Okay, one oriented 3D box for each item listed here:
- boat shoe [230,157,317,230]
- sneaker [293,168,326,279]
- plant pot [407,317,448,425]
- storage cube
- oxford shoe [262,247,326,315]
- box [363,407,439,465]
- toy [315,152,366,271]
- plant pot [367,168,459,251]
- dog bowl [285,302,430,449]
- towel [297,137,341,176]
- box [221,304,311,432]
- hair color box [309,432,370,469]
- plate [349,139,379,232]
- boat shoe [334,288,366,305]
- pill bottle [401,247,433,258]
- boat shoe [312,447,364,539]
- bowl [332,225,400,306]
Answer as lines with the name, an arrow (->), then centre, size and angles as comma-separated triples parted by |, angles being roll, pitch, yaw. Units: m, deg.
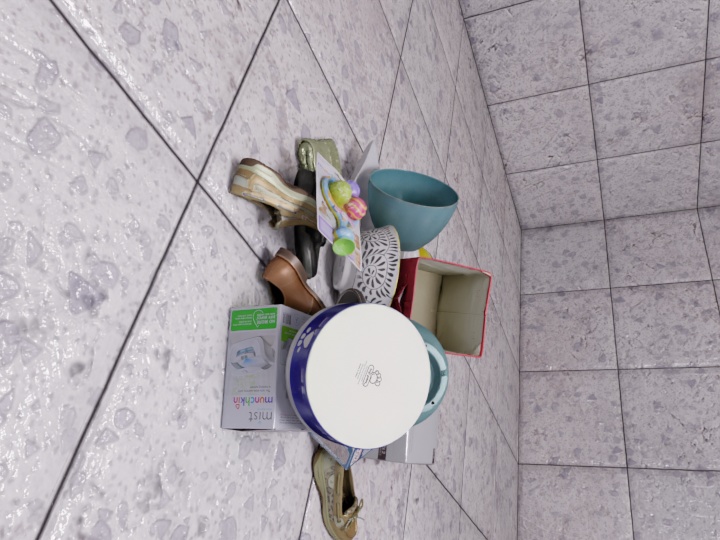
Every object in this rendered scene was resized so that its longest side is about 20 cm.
boat shoe -> -0.124, -0.099, 0.952 | 0.199, 0.071, 0.077 | 30, 74, -28
sneaker -> -0.063, -0.083, 1.059 | 0.076, 0.113, 0.202 | 135, -43, -69
plant pot -> 0.066, 0.172, 0.978 | 0.134, 0.198, 0.203 | 161, -74, -73
storage cube -> 0.132, 0.073, 1.180 | 0.198, 0.179, 0.173 | 11, 84, -24
oxford shoe -> -0.113, 0.052, 1.004 | 0.071, 0.071, 0.201 | -50, 136, -22
box -> 0.082, 0.308, 1.267 | 0.200, 0.129, 0.201 | 36, 57, -60
toy -> -0.023, -0.108, 0.964 | 0.115, 0.047, 0.201 | 44, 32, -37
plant pot -> 0.102, -0.122, 1.287 | 0.200, 0.198, 0.136 | -49, 157, -59
dog bowl -> -0.002, 0.146, 0.832 | 0.198, 0.079, 0.202 | 3, 84, -26
towel -> -0.069, -0.162, 1.168 | 0.148, 0.036, 0.202 | -30, 112, -66
box -> -0.113, 0.160, 0.915 | 0.200, 0.096, 0.178 | 30, 58, -62
hair color box -> 0.011, 0.268, 1.086 | 0.199, 0.100, 0.061 | -22, 140, -46
plate -> 0.009, -0.158, 1.318 | 0.200, 0.032, 0.201 | -71, 157, -46
boat shoe -> -0.027, 0.109, 0.930 | 0.057, 0.066, 0.202 | 57, 35, -53
pill bottle -> 0.104, -0.023, 1.436 | 0.200, 0.111, 0.114 | 27, 60, -63
boat shoe -> -0.034, 0.418, 1.078 | 0.073, 0.062, 0.202 | -52, 132, -58
bowl -> 0.000, 0.000, 1.174 | 0.201, 0.093, 0.203 | -169, -90, -73
